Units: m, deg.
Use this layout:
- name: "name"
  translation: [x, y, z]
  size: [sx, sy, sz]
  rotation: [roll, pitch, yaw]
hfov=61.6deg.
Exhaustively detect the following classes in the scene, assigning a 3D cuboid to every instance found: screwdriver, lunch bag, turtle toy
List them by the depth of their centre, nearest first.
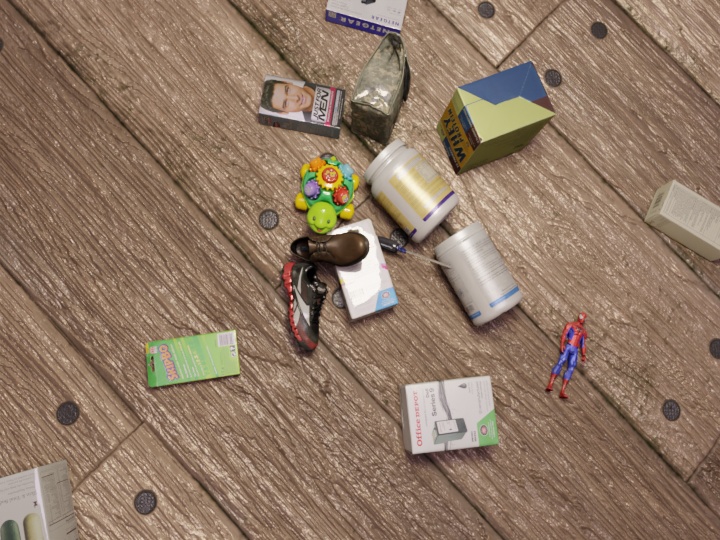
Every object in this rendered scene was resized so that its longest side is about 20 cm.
- name: "turtle toy"
  translation: [-0.077, -0.174, 1.373]
  size: [0.141, 0.101, 0.206]
  rotation: [11, 69, -4]
- name: "screwdriver"
  translation: [0.116, -0.035, 1.378]
  size: [0.197, 0.028, 0.030]
  rotation: [27, 86, 26]
- name: "lunch bag"
  translation: [0.056, -0.429, 1.415]
  size: [0.115, 0.164, 0.205]
  rotation: [20, 78, 3]

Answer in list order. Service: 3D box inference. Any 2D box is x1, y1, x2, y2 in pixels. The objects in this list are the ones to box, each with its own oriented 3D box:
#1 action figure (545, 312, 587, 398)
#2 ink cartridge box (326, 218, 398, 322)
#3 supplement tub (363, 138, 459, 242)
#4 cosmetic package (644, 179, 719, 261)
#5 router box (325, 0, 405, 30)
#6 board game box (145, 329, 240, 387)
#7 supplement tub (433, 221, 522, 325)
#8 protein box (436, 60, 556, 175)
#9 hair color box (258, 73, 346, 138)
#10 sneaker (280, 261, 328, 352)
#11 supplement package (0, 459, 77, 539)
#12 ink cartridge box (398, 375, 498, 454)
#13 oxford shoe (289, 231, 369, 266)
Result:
- name: "action figure"
  translation: [0.490, 0.192, 1.409]
  size: [0.064, 0.052, 0.204]
  rotation: [22, 75, 2]
- name: "ink cartridge box"
  translation: [0.000, 0.000, 1.375]
  size: [0.112, 0.068, 0.205]
  rotation: [-17, 82, -8]
- name: "supplement tub"
  translation: [0.114, -0.183, 1.385]
  size: [0.145, 0.146, 0.201]
  rotation: [-42, 86, -12]
- name: "cosmetic package"
  translation: [0.820, -0.122, 1.492]
  size: [0.197, 0.073, 0.105]
  rotation: [32, 77, 0]
- name: "router box"
  translation: [0.024, -0.697, 1.521]
  size: [0.194, 0.049, 0.185]
  rotation: [13, 78, -4]
- name: "board game box"
  translation: [-0.365, 0.192, 1.318]
  size: [0.194, 0.030, 0.099]
  rotation: [-7, 79, -11]
- name: "supplement tub"
  translation: [0.266, 0.008, 1.373]
  size: [0.130, 0.132, 0.204]
  rotation: [-28, 84, -11]
- name: "protein box"
  translation: [0.308, -0.350, 1.410]
  size: [0.194, 0.200, 0.138]
  rotation: [-21, 82, -10]
- name: "hair color box"
  translation: [-0.138, -0.390, 1.438]
  size: [0.194, 0.061, 0.102]
  rotation: [9, 78, -4]
- name: "sneaker"
  translation: [-0.114, 0.073, 1.334]
  size: [0.096, 0.070, 0.207]
  rotation: [-16, 79, 24]
- name: "supplement package"
  translation: [-0.650, 0.495, 1.163]
  size: [0.147, 0.151, 0.206]
  rotation: [-13, 81, -9]
- name: "ink cartridge box"
  translation: [0.191, 0.317, 1.329]
  size: [0.194, 0.084, 0.151]
  rotation: [-5, 79, -7]
- name: "oxford shoe"
  translation: [-0.070, -0.044, 1.298]
  size: [0.195, 0.084, 0.075]
  rotation: [-4, 88, 33]
